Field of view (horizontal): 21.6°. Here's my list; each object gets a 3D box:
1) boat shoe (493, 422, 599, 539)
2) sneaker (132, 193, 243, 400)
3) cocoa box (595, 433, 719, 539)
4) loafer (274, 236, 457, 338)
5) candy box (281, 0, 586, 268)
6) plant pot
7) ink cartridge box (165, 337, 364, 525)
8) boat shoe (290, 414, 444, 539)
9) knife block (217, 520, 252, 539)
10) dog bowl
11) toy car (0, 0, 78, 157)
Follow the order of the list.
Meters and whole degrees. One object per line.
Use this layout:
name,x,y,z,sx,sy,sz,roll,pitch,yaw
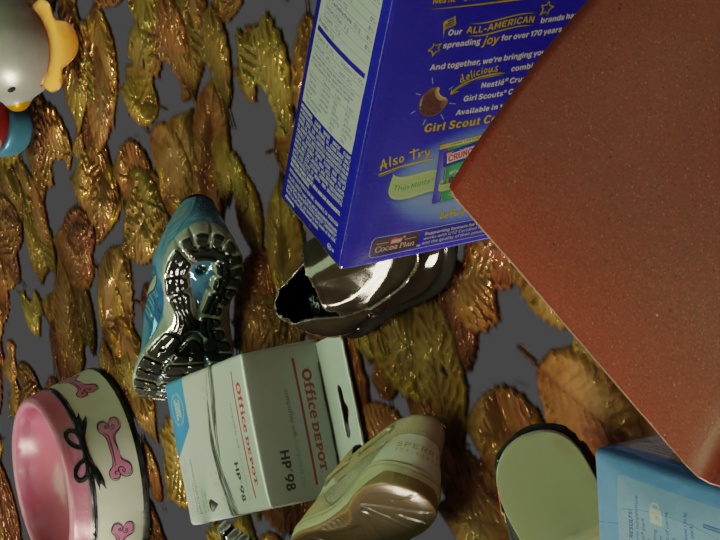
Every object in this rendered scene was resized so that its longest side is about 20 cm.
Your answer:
boat shoe,0.130,0.182,1.061,0.063,0.073,0.202,-24,-86,-82
sneaker,-0.136,0.024,1.516,0.090,0.078,0.201,-102,25,-48
cocoa box,0.197,0.175,0.854,0.133,0.131,0.201,13,110,60
loafer,0.000,0.000,1.231,0.200,0.071,0.073,-49,56,55
candy box,0.058,-0.114,0.987,0.077,0.168,0.201,48,137,40
plant pot,0.190,-0.047,0.757,0.200,0.199,0.177,53,130,42
ink cartridge box,-0.073,0.120,1.407,0.200,0.066,0.116,-25,75,61
boat shoe,0.009,0.154,1.279,0.200,0.072,0.065,127,164,-59
knife block,-0.097,0.297,1.471,0.176,0.064,0.200,60,148,11
dog bowl,-0.271,0.197,1.793,0.200,0.073,0.201,28,123,56
toy car,-0.343,-0.183,1.763,0.199,0.184,0.178,-4,95,33
